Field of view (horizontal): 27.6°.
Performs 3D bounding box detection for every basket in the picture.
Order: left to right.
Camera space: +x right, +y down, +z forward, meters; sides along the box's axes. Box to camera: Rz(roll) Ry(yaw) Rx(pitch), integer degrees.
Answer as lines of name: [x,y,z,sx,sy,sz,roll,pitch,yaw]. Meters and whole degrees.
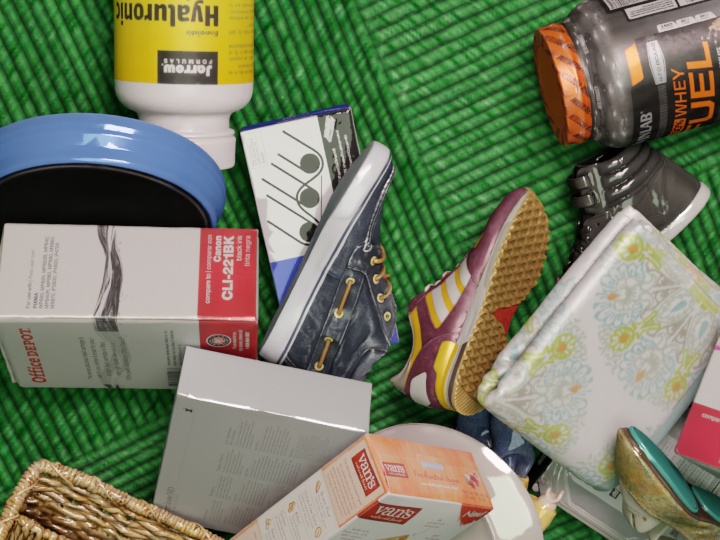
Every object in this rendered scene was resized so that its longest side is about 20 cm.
basket: [-0.221,0.276,1.192,0.199,0.143,0.149,28,120,-9]

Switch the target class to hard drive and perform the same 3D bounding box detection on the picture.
hard drive: [0.264,0.184,1.286,0.199,0.038,0.140,34,97,-11]

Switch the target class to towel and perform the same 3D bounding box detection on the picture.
towel: [0.207,0.067,1.191,0.171,0.048,0.200,38,92,-31]

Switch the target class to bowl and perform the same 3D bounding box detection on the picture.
bowl: [-0.204,-0.052,1.129,0.199,0.201,0.040,3,64,-5]

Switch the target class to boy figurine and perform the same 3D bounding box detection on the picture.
boy figurine: [0.116,0.193,1.254,0.124,0.064,0.202,9,104,29]

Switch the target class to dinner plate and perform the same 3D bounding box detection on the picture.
dinner plate: [0.058,0.228,1.238,0.199,0.024,0.202,6,105,24]

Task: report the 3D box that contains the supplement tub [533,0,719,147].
supplement tub: [0.247,-0.171,1.172,0.199,0.123,0.123,-15,102,-1]

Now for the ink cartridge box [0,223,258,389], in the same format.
ink cartridge box: [-0.180,0.032,1.159,0.198,0.145,0.084,0,64,-5]

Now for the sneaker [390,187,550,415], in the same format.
sneaker: [0.087,0.018,1.222,0.075,0.090,0.201,40,68,-48]

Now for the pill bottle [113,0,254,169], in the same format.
pill bottle: [-0.138,-0.182,1.145,0.110,0.111,0.202,0,101,-4]

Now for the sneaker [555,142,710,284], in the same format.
sneaker: [0.190,-0.030,1.225,0.099,0.071,0.200,44,90,-8]

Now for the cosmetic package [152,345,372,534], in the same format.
cosmetic package: [-0.085,0.148,1.186,0.150,0.052,0.201,10,141,-8]

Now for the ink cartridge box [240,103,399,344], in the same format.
ink cartridge box: [-0.033,-0.029,1.217,0.093,0.044,0.201,-13,102,0]

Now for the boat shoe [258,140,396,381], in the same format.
boat shoe: [0.000,0.000,1.169,0.090,0.071,0.201,25,107,-7]

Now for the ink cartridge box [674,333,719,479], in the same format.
ink cartridge box: [0.352,0.086,1.196,0.147,0.085,0.201,28,85,-48]

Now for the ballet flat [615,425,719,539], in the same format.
ballet flat: [0.255,0.197,1.210,0.071,0.071,0.200,-49,128,5]

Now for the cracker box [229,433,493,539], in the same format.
cracker box: [-0.010,0.212,1.173,0.133,0.058,0.200,16,132,-46]
